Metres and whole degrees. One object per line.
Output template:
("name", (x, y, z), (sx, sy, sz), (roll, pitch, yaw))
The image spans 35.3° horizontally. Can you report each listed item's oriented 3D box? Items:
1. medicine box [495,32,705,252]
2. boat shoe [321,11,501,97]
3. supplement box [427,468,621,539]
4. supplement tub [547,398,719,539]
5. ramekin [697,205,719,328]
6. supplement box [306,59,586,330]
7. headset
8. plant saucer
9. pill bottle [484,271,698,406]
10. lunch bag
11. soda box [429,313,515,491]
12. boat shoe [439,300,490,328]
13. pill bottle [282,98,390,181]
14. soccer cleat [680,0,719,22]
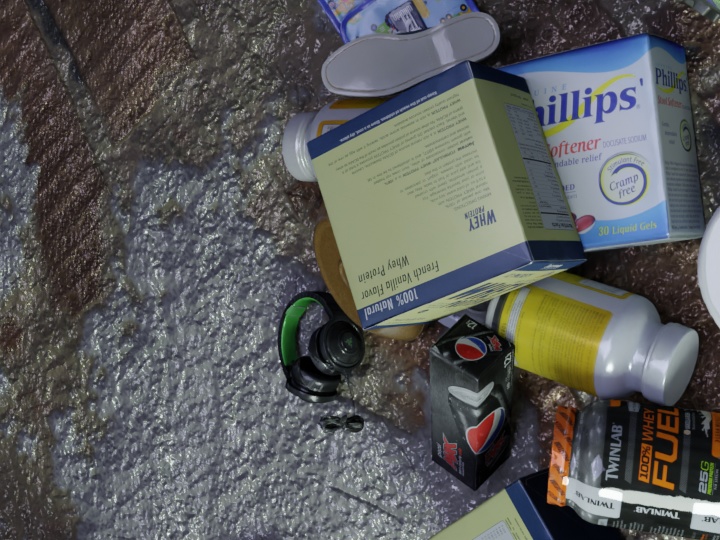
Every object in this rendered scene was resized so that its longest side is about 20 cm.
("medicine box", (0.239, -0.121, 1.159), (0.182, 0.103, 0.201), (-8, 88, 36))
("boat shoe", (0.057, -0.233, 1.242), (0.199, 0.062, 0.075), (-19, 84, 7))
("supplement box", (0.175, 0.343, 1.192), (0.200, 0.134, 0.201), (-41, 68, 29))
("supplement tub", (0.284, 0.191, 1.088), (0.199, 0.123, 0.123), (6, 95, 12))
("ramekin", (0.411, -0.003, 1.041), (0.200, 0.098, 0.202), (1, 92, 36))
("supplement box", (0.085, -0.068, 1.121), (0.199, 0.134, 0.201), (-24, 78, 31))
("headset", (-0.052, 0.115, 1.378), (0.124, 0.094, 0.200), (-55, 51, 32))
("plant saucer", (0.000, 0.000, 1.313), (0.200, 0.035, 0.201), (42, 149, 34))
("pill bottle", (0.236, 0.068, 1.161), (0.199, 0.112, 0.113), (20, 103, 34))
("lunch bag", (0.042, -0.308, 1.301), (0.150, 0.094, 0.201), (-32, 84, 13))
("soda box", (0.119, 0.146, 1.216), (0.071, 0.063, 0.201), (33, 147, 31))
("boat shoe", (0.092, -0.014, 1.284), (0.202, 0.074, 0.086), (47, 134, 32))
("pill bottle", (0.010, -0.144, 1.319), (0.199, 0.113, 0.113), (4, 94, 35))
("soccer cleat", (0.390, -0.254, 1.069), (0.200, 0.065, 0.084), (41, 111, 28))
